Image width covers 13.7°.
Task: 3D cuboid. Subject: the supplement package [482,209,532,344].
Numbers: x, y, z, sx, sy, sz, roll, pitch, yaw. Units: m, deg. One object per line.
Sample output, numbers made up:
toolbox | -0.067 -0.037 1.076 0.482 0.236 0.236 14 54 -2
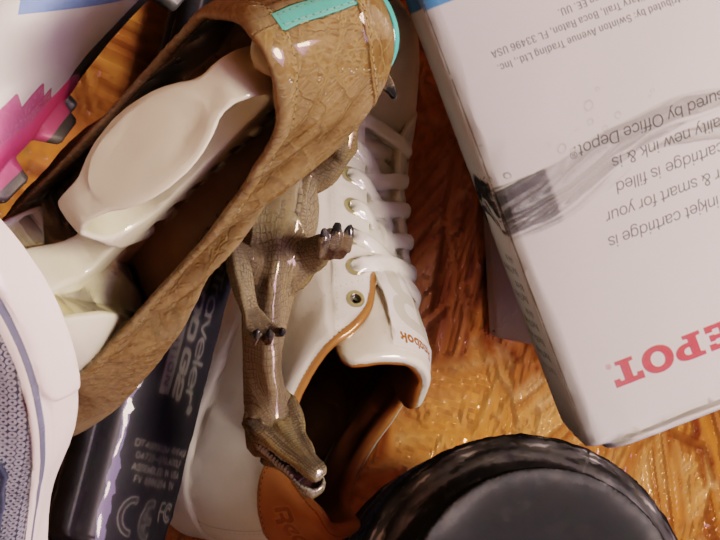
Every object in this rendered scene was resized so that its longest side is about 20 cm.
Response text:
supplement package | 0.152 -0.048 1.170 0.200 0.121 0.120 -23 115 -47

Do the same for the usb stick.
usb stick | -0.062 -0.001 0.975 0.055 0.033 0.201 24 78 -62

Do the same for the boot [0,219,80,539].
boot | -0.131 0.067 0.824 0.090 0.073 0.200 -48 155 -36

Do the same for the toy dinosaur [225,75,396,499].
toy dinosaur | -0.026 -0.034 0.941 0.101 0.058 0.201 112 -15 -64

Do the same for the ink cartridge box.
ink cartridge box | 0.104 -0.060 1.003 0.084 0.145 0.201 -138 -152 -86

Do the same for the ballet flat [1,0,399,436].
ballet flat | -0.068 -0.015 0.861 0.068 0.200 0.072 54 33 11

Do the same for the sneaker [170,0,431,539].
sneaker | 0.000 0.000 1.014 0.073 0.084 0.201 27 74 -50

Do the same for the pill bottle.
pill bottle | 0.048 0.112 1.000 0.200 0.111 0.112 119 -14 -83

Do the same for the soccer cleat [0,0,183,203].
soccer cleat | -0.109 -0.079 0.881 0.086 0.070 0.200 44 69 -9
